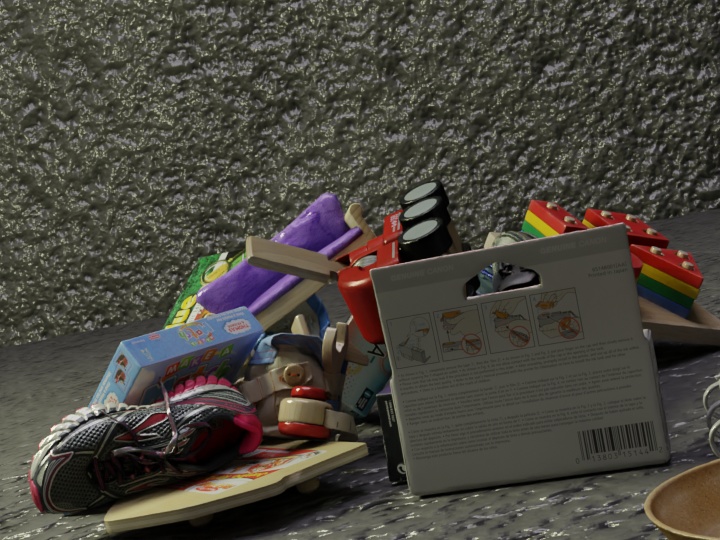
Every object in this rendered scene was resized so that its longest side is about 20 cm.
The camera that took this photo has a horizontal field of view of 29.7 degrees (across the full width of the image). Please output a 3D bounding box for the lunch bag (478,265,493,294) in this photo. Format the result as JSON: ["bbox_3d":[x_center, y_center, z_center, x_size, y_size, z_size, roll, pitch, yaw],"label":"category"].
[{"bbox_3d":[0.180,0.040,1.513,0.168,0.130,0.199,0,2,-37],"label":"lunch bag"}]

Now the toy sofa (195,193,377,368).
[{"bbox_3d":[-0.075,0.005,1.410,0.199,0.098,0.083,-37,-1,-6],"label":"toy sofa"}]

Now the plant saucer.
[{"bbox_3d":[0.256,0.132,0.738,0.197,0.036,0.200,-11,4,1],"label":"plant saucer"}]

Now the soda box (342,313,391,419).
[{"bbox_3d":[0.026,0.051,1.398,0.201,0.068,0.064,-57,2,-11],"label":"soda box"}]

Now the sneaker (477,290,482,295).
[{"bbox_3d":[0.108,0.062,1.365,0.076,0.076,0.200,29,14,-7],"label":"sneaker"}]

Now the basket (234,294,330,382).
[{"bbox_3d":[-0.071,0.063,1.545,0.199,0.139,0.178,-28,40,30],"label":"basket"}]

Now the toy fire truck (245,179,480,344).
[{"bbox_3d":[0.000,0.000,1.290,0.198,0.130,0.176,-24,18,11],"label":"toy fire truck"}]

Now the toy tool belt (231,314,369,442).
[{"bbox_3d":[-0.055,0.091,1.227,0.123,0.125,0.200,8,-10,-7],"label":"toy tool belt"}]

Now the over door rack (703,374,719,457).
[{"bbox_3d":[0.340,0.074,0.958,0.199,0.067,0.148,-32,-1,14],"label":"over door rack"}]

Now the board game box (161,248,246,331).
[{"bbox_3d":[-0.174,0.057,1.500,0.104,0.024,0.201,-13,40,36],"label":"board game box"}]

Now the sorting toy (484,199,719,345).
[{"bbox_3d":[0.265,-0.004,1.421,0.198,0.070,0.199,7,22,-30],"label":"sorting toy"}]

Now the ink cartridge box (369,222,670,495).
[{"bbox_3d":[0.119,0.067,1.016,0.197,0.179,0.045,-10,4,16],"label":"ink cartridge box"}]

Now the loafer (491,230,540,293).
[{"bbox_3d":[0.167,0.029,1.320,0.062,0.201,0.072,15,-54,-34],"label":"loafer"}]

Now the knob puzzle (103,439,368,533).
[{"bbox_3d":[-0.115,0.183,1.105,0.217,0.031,0.220,-14,4,1],"label":"knob puzzle"}]

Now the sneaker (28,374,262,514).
[{"bbox_3d":[-0.176,0.144,1.113,0.198,0.082,0.074,-22,28,-23],"label":"sneaker"}]

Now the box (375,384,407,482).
[{"bbox_3d":[0.111,0.111,1.157,0.139,0.080,0.200,-7,5,18],"label":"box"}]

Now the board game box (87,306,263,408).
[{"bbox_3d":[-0.187,0.127,1.235,0.150,0.037,0.201,-16,-35,-48],"label":"board game box"}]
